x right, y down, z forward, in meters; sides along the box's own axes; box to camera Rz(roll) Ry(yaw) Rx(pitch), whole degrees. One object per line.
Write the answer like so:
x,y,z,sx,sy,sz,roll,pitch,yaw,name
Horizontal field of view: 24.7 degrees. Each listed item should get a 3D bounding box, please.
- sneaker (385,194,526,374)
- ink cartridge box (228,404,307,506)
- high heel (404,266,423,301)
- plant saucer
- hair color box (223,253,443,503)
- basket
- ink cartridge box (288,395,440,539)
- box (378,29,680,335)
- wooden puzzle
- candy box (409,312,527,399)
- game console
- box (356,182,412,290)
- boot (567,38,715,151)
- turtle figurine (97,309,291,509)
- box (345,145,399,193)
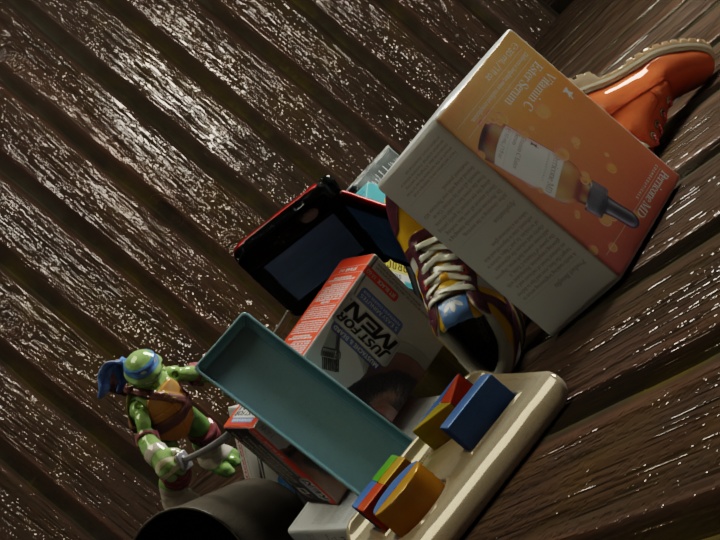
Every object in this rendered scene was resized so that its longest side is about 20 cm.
0.082,0.005,1.428,0.075,0.200,0.090,-29,10,20,sneaker
-0.080,0.190,1.728,0.068,0.116,0.200,-14,0,-21,ink cartridge box
0.089,-0.018,1.777,0.071,0.143,0.200,-17,-5,19,high heel
-0.043,0.120,1.394,0.070,0.200,0.019,-49,-12,-23,plant saucer
-0.018,0.096,1.474,0.200,0.111,0.064,-55,22,-22,hair color box
-0.123,0.279,1.543,0.136,0.181,0.200,-6,8,15,basket
0.043,0.180,1.432,0.200,0.057,0.163,-9,36,52,ink cartridge box
0.145,-0.076,1.399,0.106,0.200,0.152,-47,4,48,box
0.061,0.144,1.268,0.185,0.046,0.200,-50,9,-10,wooden puzzle
0.088,0.083,1.613,0.117,0.056,0.200,-54,6,-38,candy box
0.000,0.000,1.580,0.172,0.119,0.200,-38,-24,1,game console
0.026,0.008,1.808,0.049,0.082,0.200,-41,39,54,box
0.280,-0.156,1.627,0.200,0.107,0.075,-25,-24,-14,boot
-0.152,0.160,1.614,0.194,0.199,0.144,79,-175,-47,turtle figurine
0.050,-0.022,1.966,0.086,0.200,0.164,-50,4,-38,box
